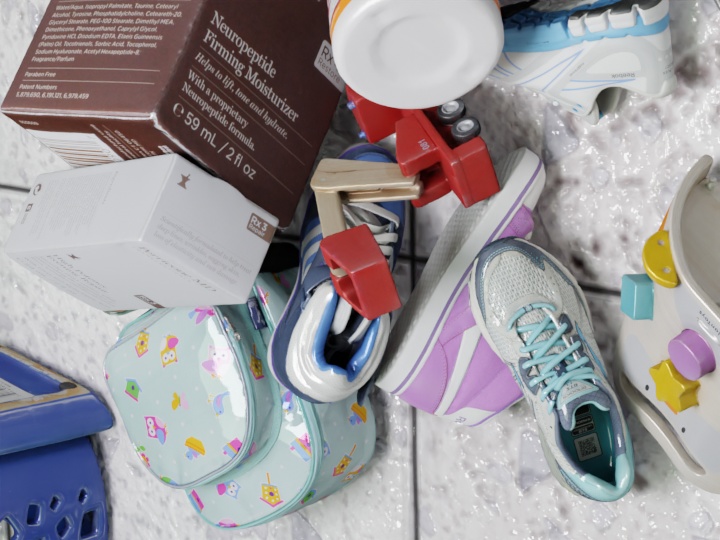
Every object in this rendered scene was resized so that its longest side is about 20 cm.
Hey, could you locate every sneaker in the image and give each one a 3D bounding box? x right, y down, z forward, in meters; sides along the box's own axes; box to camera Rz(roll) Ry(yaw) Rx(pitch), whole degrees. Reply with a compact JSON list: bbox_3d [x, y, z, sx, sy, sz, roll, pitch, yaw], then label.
[{"bbox_3d":[0.000,0.000,1.471,0.201,0.080,0.146,-69,16,-7],"label":"sneaker"},{"bbox_3d":[0.131,-0.138,1.400,0.199,0.075,0.087,1,118,47],"label":"sneaker"},{"bbox_3d":[0.141,0.068,1.408,0.201,0.077,0.086,63,178,-9],"label":"sneaker"},{"bbox_3d":[0.103,0.017,1.475,0.114,0.073,0.201,27,101,-12],"label":"sneaker"}]

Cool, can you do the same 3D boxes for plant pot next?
[{"bbox_3d":[-0.343,0.176,1.814,0.199,0.199,0.181,23,109,36],"label":"plant pot"}]

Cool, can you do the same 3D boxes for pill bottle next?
[{"bbox_3d":[0.030,-0.217,1.384,0.114,0.114,0.201,-47,36,38],"label":"pill bottle"}]

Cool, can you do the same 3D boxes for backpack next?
[{"bbox_3d":[-0.091,0.100,1.603,0.175,0.153,0.201,-32,86,36],"label":"backpack"}]

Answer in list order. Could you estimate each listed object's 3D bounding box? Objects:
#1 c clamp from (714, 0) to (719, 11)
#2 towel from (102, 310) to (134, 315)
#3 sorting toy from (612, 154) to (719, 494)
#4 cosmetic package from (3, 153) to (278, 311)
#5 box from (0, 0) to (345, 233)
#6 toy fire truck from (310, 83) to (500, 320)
[{"bbox_3d":[0.287,-0.186,1.234,0.200,0.027,0.171,47,133,12],"label":"c clamp"},{"bbox_3d":[-0.130,-0.065,1.594,0.146,0.022,0.201,-17,48,41],"label":"towel"},{"bbox_3d":[0.232,0.063,1.362,0.200,0.107,0.180,50,147,20],"label":"sorting toy"},{"bbox_3d":[-0.161,-0.024,1.476,0.200,0.101,0.074,-3,61,54],"label":"cosmetic package"},{"bbox_3d":[-0.122,-0.156,1.494,0.164,0.166,0.201,6,67,40],"label":"box"},{"bbox_3d":[0.018,-0.067,1.431,0.200,0.140,0.049,57,172,46],"label":"toy fire truck"}]
